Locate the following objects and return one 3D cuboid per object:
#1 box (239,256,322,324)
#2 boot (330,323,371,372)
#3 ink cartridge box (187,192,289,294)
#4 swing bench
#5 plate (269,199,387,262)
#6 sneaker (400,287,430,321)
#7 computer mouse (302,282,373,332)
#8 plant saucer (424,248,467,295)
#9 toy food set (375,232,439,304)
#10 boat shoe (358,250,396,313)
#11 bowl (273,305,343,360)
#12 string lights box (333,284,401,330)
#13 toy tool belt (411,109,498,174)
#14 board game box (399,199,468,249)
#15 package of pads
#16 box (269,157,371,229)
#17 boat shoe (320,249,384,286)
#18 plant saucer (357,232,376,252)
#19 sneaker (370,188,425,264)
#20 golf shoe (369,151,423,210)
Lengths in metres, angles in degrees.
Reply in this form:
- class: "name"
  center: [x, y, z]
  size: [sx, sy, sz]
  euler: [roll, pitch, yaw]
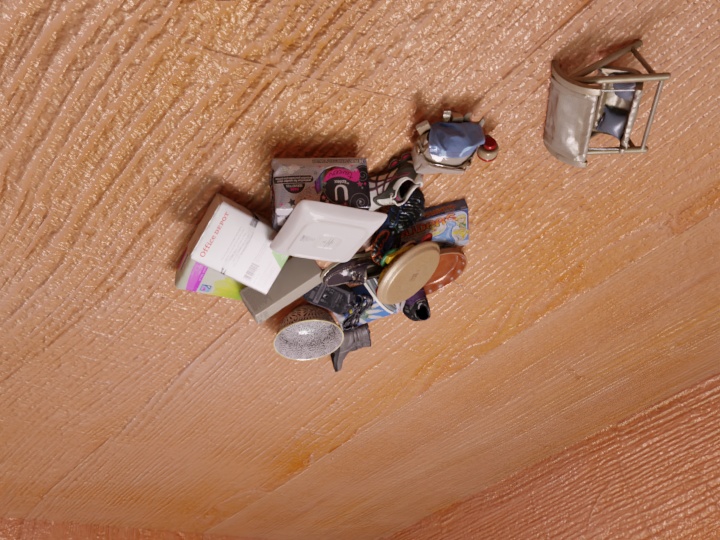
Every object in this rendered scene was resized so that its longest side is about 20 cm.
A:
- class: "box"
  center: [-0.192, 0.039, 1.428]
  size: [0.199, 0.083, 0.069]
  euler: [-32, 162, -17]
- class: "boot"
  center: [-0.027, 0.242, 1.803]
  size: [0.130, 0.070, 0.201]
  euler: [-11, 146, -11]
- class: "ink cartridge box"
  center: [-0.265, -0.059, 1.299]
  size: [0.199, 0.084, 0.147]
  euler: [29, 98, -30]
- class: "swing bench"
  center: [0.497, -0.335, 1.211]
  size: [0.197, 0.131, 0.200]
  euler: [-14, 142, 2]
- class: "plate"
  center: [-0.070, -0.071, 1.228]
  size: [0.197, 0.033, 0.200]
  euler: [7, 150, -27]
- class: "sneaker"
  center: [0.153, 0.109, 1.572]
  size: [0.075, 0.088, 0.201]
  euler: [-22, 151, -1]
- class: "computer mouse"
  center: [-0.073, 0.067, 1.553]
  size: [0.198, 0.053, 0.139]
  euler: [30, 120, -8]
- class: "plant saucer"
  center: [0.188, 0.003, 1.548]
  size: [0.197, 0.033, 0.201]
  euler: [-17, 149, -10]
- class: "toy food set"
  center: [0.113, 0.000, 1.378]
  size: [0.198, 0.049, 0.199]
  euler: [-22, 147, -34]
- class: "boat shoe"
  center: [0.042, 0.029, 1.525]
  size: [0.062, 0.073, 0.201]
  euler: [-38, 109, 4]
- class: "bowl"
  center: [-0.150, 0.160, 1.642]
  size: [0.197, 0.095, 0.202]
  euler: [-7, 142, -6]
- class: "string lights box"
  center: [0.023, 0.090, 1.637]
  size: [0.197, 0.060, 0.103]
  euler: [-19, 139, 6]
- class: "toy tool belt"
  center: [0.204, -0.272, 1.210]
  size: [0.197, 0.126, 0.124]
  euler: [-8, 149, -8]
- class: "board game box"
  center: [0.175, -0.100, 1.474]
  size: [0.197, 0.035, 0.136]
  euler: [-14, 141, 1]
- class: "package of pads"
  center: [-0.332, -0.006, 1.414]
  size: [0.198, 0.069, 0.155]
  euler: [12, 136, -29]
- class: "box"
  center: [-0.088, -0.160, 1.228]
  size: [0.197, 0.117, 0.132]
  euler: [-4, 167, -13]
- class: "boat shoe"
  center: [0.000, 0.000, 1.434]
  size: [0.197, 0.065, 0.072]
  euler: [-18, 145, -17]
- class: "plant saucer"
  center: [-0.059, -0.062, 1.372]
  size: [0.197, 0.037, 0.200]
  euler: [-6, 173, -1]
- class: "sneaker"
  center: [0.080, -0.110, 1.374]
  size: [0.075, 0.078, 0.201]
  euler: [34, 90, -13]
- class: "golf shoe"
  center: [0.057, -0.178, 1.306]
  size: [0.199, 0.089, 0.077]
  euler: [-37, 137, 28]
